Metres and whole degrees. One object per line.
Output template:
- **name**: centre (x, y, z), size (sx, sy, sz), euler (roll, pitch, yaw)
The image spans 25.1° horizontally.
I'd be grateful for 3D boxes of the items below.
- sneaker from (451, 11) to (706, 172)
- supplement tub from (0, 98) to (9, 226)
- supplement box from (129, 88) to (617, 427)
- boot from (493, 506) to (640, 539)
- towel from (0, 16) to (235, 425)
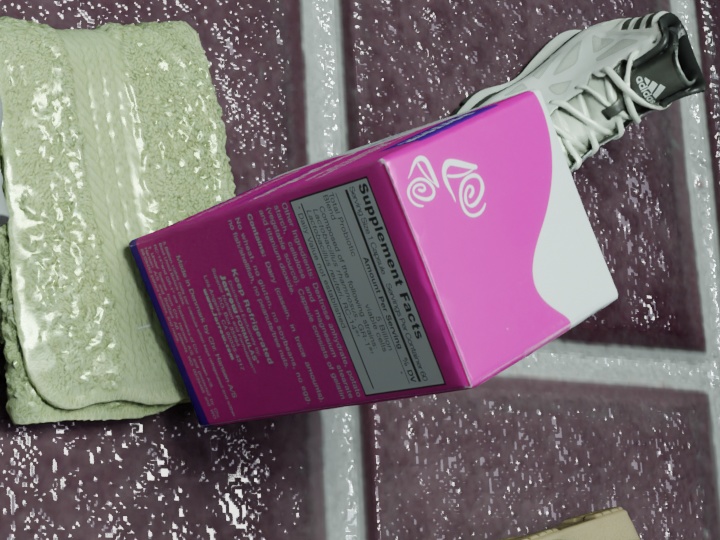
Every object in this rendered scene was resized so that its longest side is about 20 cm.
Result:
- **sneaker**: centre (0.128, -0.097, 0.949), size (0.076, 0.115, 0.201), euler (52, 54, -14)
- **supplement tub**: centre (-0.230, -0.100, 0.659), size (0.145, 0.145, 0.201), euler (-16, 88, -39)
- **supplement box**: centre (0.000, 0.000, 0.730), size (0.101, 0.200, 0.104), euler (-27, 99, -39)
- **boot**: centre (0.106, 0.225, 0.875), size (0.199, 0.072, 0.167), euler (-6, 80, -42)
- **towel**: centre (-0.120, -0.028, 0.794), size (0.148, 0.036, 0.201), euler (-6, 82, -39)
